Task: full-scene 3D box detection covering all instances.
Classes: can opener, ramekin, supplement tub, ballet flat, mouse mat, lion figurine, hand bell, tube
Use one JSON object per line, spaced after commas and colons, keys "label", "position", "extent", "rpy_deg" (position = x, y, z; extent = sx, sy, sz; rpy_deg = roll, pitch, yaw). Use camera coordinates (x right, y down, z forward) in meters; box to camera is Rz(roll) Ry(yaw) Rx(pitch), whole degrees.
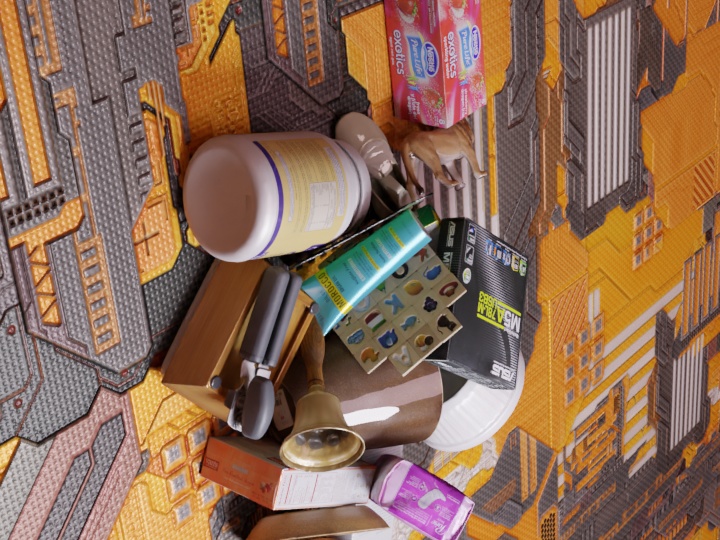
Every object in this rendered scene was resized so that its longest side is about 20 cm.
{"label": "can opener", "position": [-0.105, 0.098, 1.509], "extent": [0.053, 0.067, 0.202], "rpy_deg": [20, 87, -54]}
{"label": "ramekin", "position": [0.133, 0.155, 1.876], "extent": [0.094, 0.202, 0.203], "rpy_deg": [39, 72, -39]}
{"label": "supplement tub", "position": [-0.096, -0.091, 1.519], "extent": [0.199, 0.145, 0.147], "rpy_deg": [-10, 111, -49]}
{"label": "ballet flat", "position": [0.030, -0.133, 1.724], "extent": [0.070, 0.069, 0.200], "rpy_deg": [-57, 140, -20]}
{"label": "mouse mat", "position": [-0.002, -0.048, 1.609], "extent": [0.199, 0.161, 0.008], "rpy_deg": [-29, 92, -3]}
{"label": "lion figurine", "position": [0.104, -0.167, 1.761], "extent": [0.200, 0.072, 0.123], "rpy_deg": [-21, 85, -60]}
{"label": "hand bell", "position": [-0.055, 0.138, 1.594], "extent": [0.104, 0.103, 0.201], "rpy_deg": [52, 25, -48]}
{"label": "tube", "position": [0.000, 0.000, 1.660], "extent": [0.200, 0.078, 0.050], "rpy_deg": [-38, 161, 8]}

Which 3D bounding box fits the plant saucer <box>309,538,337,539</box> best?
{"label": "plant saucer", "position": [-0.080, 0.464, 1.786], "extent": [0.199, 0.032, 0.202], "rpy_deg": [-16, 125, -23]}

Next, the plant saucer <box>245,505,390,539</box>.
{"label": "plant saucer", "position": [-0.060, 0.340, 1.713], "extent": [0.200, 0.199, 0.036], "rpy_deg": [9, 70, -53]}

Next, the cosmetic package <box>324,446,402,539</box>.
{"label": "cosmetic package", "position": [-0.001, 0.325, 1.861], "extent": [0.101, 0.071, 0.202], "rpy_deg": [-10, 111, -50]}

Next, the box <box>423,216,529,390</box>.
{"label": "box", "position": [0.160, 0.049, 1.730], "extent": [0.200, 0.047, 0.195], "rpy_deg": [27, 65, -53]}

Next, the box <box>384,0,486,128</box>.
{"label": "box", "position": [0.102, -0.307, 1.731], "extent": [0.099, 0.095, 0.202], "rpy_deg": [-34, 128, -41]}

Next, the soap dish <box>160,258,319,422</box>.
{"label": "soap dish", "position": [-0.144, 0.081, 1.577], "extent": [0.157, 0.081, 0.201], "rpy_deg": [41, 69, -50]}

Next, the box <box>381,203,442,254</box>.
{"label": "box", "position": [0.089, 0.012, 1.767], "extent": [0.117, 0.049, 0.201], "rpy_deg": [-26, 127, 7]}

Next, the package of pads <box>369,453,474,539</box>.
{"label": "package of pads", "position": [0.073, 0.304, 1.717], "extent": [0.076, 0.120, 0.200], "rpy_deg": [-60, -178, -8]}

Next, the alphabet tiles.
{"label": "alphabet tiles", "position": [0.036, 0.033, 1.664], "extent": [0.166, 0.200, 0.006], "rpy_deg": [-40, 153, 1]}

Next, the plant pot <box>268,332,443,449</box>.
{"label": "plant pot", "position": [-0.025, 0.164, 1.706], "extent": [0.199, 0.186, 0.189], "rpy_deg": [-13, 115, -33]}

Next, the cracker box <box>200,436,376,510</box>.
{"label": "cracker box", "position": [-0.092, 0.262, 1.669], "extent": [0.199, 0.133, 0.058], "rpy_deg": [11, 94, -52]}
